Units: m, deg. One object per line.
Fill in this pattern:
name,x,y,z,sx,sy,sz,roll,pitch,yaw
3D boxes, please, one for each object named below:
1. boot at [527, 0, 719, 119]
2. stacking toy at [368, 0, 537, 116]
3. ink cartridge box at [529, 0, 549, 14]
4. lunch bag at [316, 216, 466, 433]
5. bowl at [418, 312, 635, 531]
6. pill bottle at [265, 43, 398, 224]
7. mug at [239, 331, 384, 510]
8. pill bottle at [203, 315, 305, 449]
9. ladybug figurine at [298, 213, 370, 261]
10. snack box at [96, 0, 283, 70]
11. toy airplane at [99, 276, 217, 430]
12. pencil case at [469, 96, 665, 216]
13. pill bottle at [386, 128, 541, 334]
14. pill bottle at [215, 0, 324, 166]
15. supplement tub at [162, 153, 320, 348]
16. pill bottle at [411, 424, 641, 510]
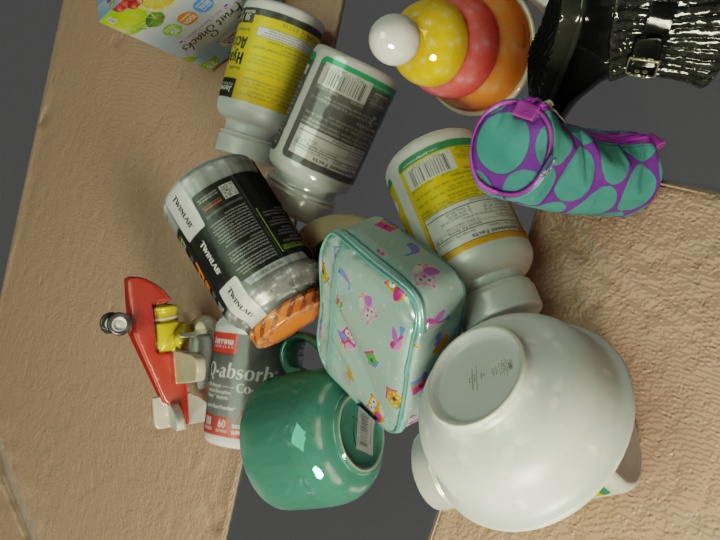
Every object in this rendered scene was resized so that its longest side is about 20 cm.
boot,0.247,-0.196,0.730,0.157,0.211,0.080,2,72,1
stacking toy,0.078,-0.238,0.798,0.146,0.200,0.147,7,100,39
ink cartridge box,0.194,-0.300,0.780,0.067,0.117,0.200,-49,57,20
lunch bag,0.020,0.056,0.778,0.160,0.077,0.200,39,137,35
bowl,0.120,0.110,0.660,0.201,0.090,0.201,-30,38,27
pill bottle,-0.043,-0.162,0.945,0.113,0.113,0.200,34,104,36
mug,-0.049,0.172,0.864,0.114,0.152,0.185,-15,104,33
pill bottle,-0.130,0.117,0.968,0.116,0.116,0.201,1,84,38
ladybug figurine,0.000,0.000,0.904,0.200,0.072,0.136,18,110,36
snack box,-0.232,-0.374,1.068,0.168,0.200,0.068,-25,68,33
toy airplane,-0.249,0.118,1.056,0.200,0.141,0.199,44,149,31
pencil case,0.192,-0.098,0.698,0.085,0.200,0.093,51,123,35
pill bottle,0.109,-0.036,0.799,0.113,0.113,0.200,-34,64,29
pill bottle,-0.126,-0.246,1.023,0.111,0.111,0.201,20,95,38
supplement tub,-0.127,-0.021,0.875,0.122,0.122,0.200,-40,76,26
pill bottle,0.153,0.173,0.743,0.200,0.113,0.113,-23,69,34
